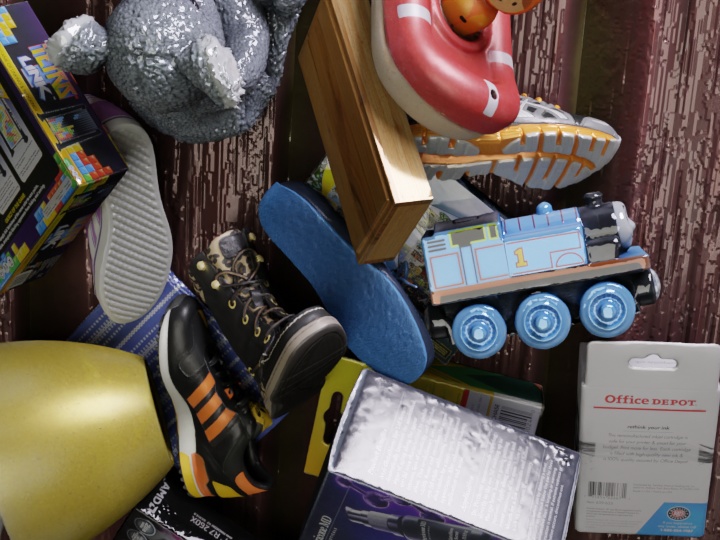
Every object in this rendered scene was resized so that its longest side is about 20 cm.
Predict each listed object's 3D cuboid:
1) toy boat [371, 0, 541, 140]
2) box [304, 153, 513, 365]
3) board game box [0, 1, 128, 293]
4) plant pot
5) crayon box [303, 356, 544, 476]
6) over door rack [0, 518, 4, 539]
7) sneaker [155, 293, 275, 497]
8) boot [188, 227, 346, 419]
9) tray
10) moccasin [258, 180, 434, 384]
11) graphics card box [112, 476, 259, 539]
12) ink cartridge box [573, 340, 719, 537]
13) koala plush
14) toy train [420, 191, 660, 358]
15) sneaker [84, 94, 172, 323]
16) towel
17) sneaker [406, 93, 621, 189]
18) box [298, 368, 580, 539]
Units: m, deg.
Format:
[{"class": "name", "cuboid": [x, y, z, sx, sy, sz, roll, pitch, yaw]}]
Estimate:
[{"class": "toy boat", "cuboid": [0.088, -0.204, 0.921, 0.130, 0.130, 0.202, -22, 61, 44]}, {"class": "box", "cuboid": [0.041, -0.033, 1.065, 0.199, 0.038, 0.137, 39, 107, -4]}, {"class": "board game box", "cuboid": [-0.294, -0.098, 1.019, 0.200, 0.056, 0.166, -38, 81, 46]}, {"class": "plant pot", "cuboid": [-0.247, 0.147, 1.077, 0.140, 0.200, 0.202, -15, 104, -7]}, {"class": "crayon box", "cuboid": [0.057, 0.146, 1.106, 0.198, 0.051, 0.128, 14, 108, 3]}, {"class": "over door rack", "cuboid": [-0.402, 0.311, 1.209, 0.146, 0.067, 0.202, -16, 103, 13]}, {"class": "sneaker", "cuboid": [-0.123, 0.114, 1.088, 0.089, 0.070, 0.202, 0, 112, 15]}, {"class": "boot", "cuboid": [-0.083, 0.034, 1.021, 0.073, 0.200, 0.151, -29, 77, -15]}, {"class": "tray", "cuboid": [-0.001, -0.118, 0.965, 0.037, 0.099, 0.202, -8, 66, -22]}, {"class": "moccasin", "cuboid": [0.000, 0.000, 1.010, 0.080, 0.068, 0.201, -36, 86, 26]}, {"class": "graphics card box", "cuboid": [-0.141, 0.289, 1.151, 0.199, 0.051, 0.126, 36, 136, -2]}, {"class": "ink cartridge box", "cuboid": [0.246, 0.131, 1.046, 0.114, 0.067, 0.202, 2, 119, 7]}, {"class": "koala plush", "cuboid": [-0.145, -0.178, 0.965, 0.175, 0.200, 0.186, 13, 107, 3]}, {"class": "toy train", "cuboid": [0.144, 0.003, 0.999, 0.198, 0.087, 0.116, -10, 98, 9]}, {"class": "sneaker", "cuboid": [-0.224, -0.060, 1.079, 0.072, 0.114, 0.202, -16, 124, -33]}, {"class": "towel", "cuboid": [-0.172, 0.098, 1.144, 0.200, 0.024, 0.145, 45, 108, -4]}, {"class": "sneaker", "cuboid": [0.122, -0.121, 1.012, 0.198, 0.078, 0.079, 4, 147, -10]}, {"class": "box", "cuboid": [0.062, 0.192, 1.008, 0.198, 0.105, 0.149, 20, 142, 2]}]
